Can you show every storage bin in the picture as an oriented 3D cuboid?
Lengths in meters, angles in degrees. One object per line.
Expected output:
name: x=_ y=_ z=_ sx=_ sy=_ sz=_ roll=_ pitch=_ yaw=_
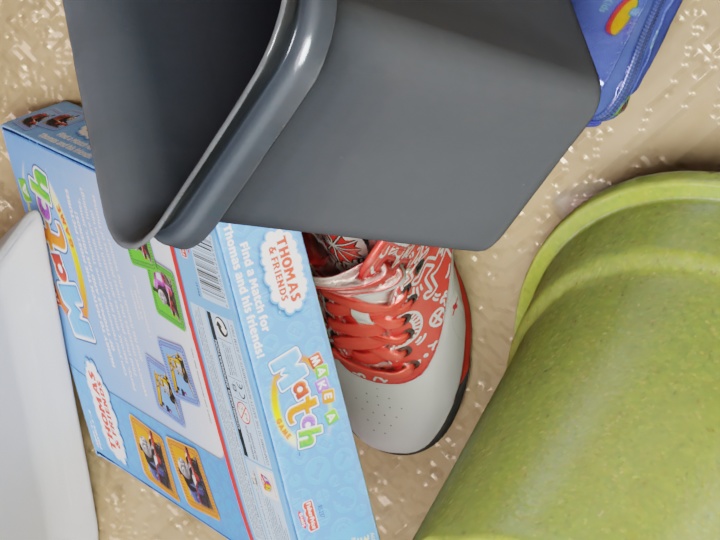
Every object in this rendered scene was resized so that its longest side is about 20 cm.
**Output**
storage bin: x=-0.014 y=-0.090 z=0.963 sx=0.134 sy=0.200 sz=0.146 roll=13 pitch=133 yaw=-28

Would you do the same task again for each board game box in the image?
board game box: x=-0.068 y=0.024 z=1.109 sx=0.200 sy=0.037 sz=0.151 roll=23 pitch=132 yaw=58

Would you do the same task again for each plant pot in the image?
plant pot: x=0.105 y=0.097 z=1.030 sx=0.200 sy=0.184 sz=0.201 roll=19 pitch=132 yaw=23

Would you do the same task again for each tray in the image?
tray: x=-0.149 y=0.080 z=1.168 sx=0.022 sy=0.107 sz=0.200 roll=13 pitch=135 yaw=19

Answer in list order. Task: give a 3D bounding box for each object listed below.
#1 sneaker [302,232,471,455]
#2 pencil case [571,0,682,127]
sneaker: x=-0.001 y=-0.001 z=1.095 sx=0.067 sy=0.108 sz=0.202 roll=13 pitch=119 yaw=16
pencil case: x=0.097 y=-0.139 z=1.003 sx=0.087 sy=0.078 sz=0.200 roll=55 pitch=131 yaw=35
